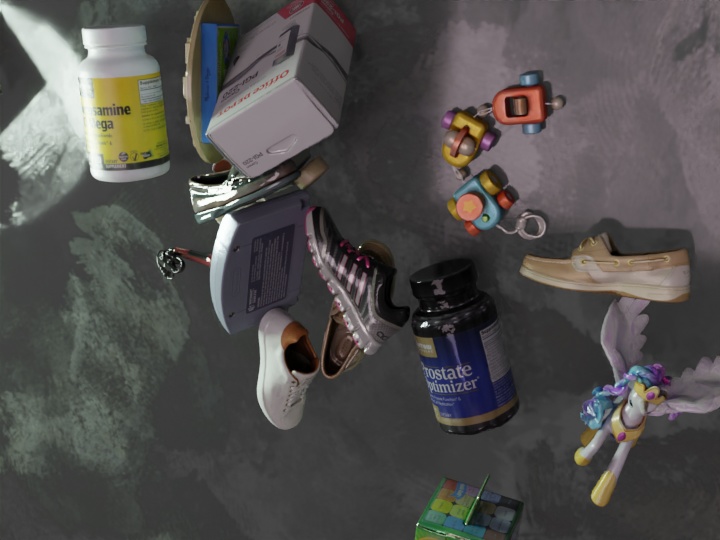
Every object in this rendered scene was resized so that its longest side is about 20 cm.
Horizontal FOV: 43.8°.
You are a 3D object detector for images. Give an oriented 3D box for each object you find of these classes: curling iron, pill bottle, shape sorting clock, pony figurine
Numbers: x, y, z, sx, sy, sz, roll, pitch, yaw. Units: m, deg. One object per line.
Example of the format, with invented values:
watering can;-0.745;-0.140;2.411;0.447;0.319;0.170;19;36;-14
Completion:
curling iron;-0.210;-0.001;1.306;0.197;0.026;0.050;9;74;18
pill bottle;0.127;0.094;1.133;0.110;0.112;0.203;-10;103;27
shape sorting clock;-0.183;-0.236;1.118;0.038;0.200;0.204;4;110;4
pill bottle;-0.328;-0.232;1.236;0.111;0.112;0.204;5;109;23
pony figurine;0.324;0.149;1.034;0.165;0.193;0.202;31;137;16

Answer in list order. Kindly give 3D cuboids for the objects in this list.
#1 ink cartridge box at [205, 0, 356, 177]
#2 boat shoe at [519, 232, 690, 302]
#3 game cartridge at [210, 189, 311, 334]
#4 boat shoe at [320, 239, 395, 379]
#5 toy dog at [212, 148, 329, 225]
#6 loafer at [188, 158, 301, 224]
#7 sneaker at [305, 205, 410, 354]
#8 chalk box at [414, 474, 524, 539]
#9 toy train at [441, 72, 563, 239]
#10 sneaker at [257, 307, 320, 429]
ink cartridge box;-0.091;-0.226;1.070;0.144;0.202;0.085;-25;130;29
boat shoe;0.287;-0.010;1.053;0.197;0.074;0.071;7;99;22
game cartridge;-0.134;-0.008;1.183;0.041;0.132;0.202;42;140;30
boat shoe;-0.005;0.057;1.209;0.070;0.064;0.203;23;115;16
toy dog;-0.132;-0.115;1.193;0.131;0.096;0.202;36;118;10
loafer;-0.156;-0.111;1.124;0.198;0.072;0.064;-17;100;45
sneaker;0.000;0.000;1.139;0.087;0.074;0.202;-27;89;13
chalk box;0.143;0.373;1.215;0.122;0.124;0.204;12;111;20
toy train;0.164;-0.130;1.072;0.148;0.056;0.204;5;109;24
sneaker;-0.097;0.156;1.257;0.084;0.072;0.203;27;135;37
